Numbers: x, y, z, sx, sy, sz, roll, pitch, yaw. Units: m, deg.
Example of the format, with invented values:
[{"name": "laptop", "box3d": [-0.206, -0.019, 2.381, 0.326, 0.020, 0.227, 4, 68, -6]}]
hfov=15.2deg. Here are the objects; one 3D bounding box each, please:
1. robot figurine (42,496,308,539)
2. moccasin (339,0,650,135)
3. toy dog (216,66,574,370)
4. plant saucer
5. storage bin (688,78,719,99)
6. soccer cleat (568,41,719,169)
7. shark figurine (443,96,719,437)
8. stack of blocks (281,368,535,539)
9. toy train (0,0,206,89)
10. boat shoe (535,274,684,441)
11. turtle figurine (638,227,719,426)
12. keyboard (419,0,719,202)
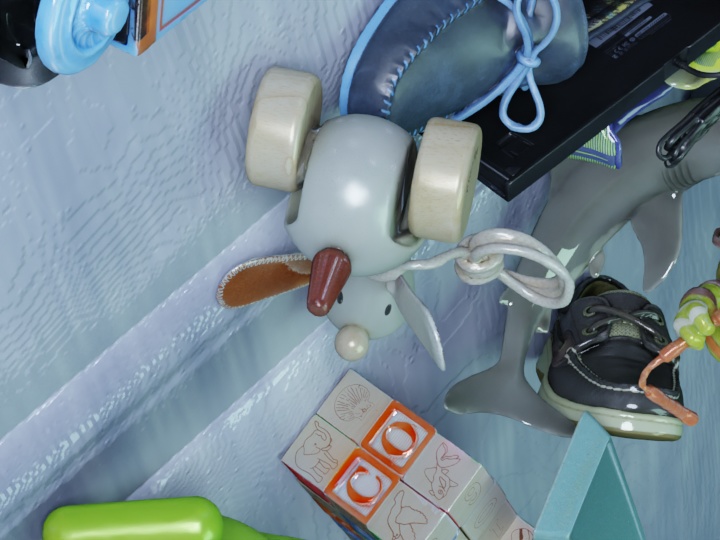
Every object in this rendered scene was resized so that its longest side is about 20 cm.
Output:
[{"name": "robot figurine", "box3d": [-0.092, 0.178, 1.161, 0.199, 0.115, 0.177, -25, 116, -48]}, {"name": "moccasin", "box3d": [0.073, -0.115, 1.163, 0.200, 0.068, 0.081, -41, 151, -31]}, {"name": "toy dog", "box3d": [0.000, 0.000, 1.127, 0.200, 0.131, 0.097, 53, 50, -54]}, {"name": "plant saucer", "box3d": [0.122, 0.143, 1.360, 0.070, 0.019, 0.200, -66, 156, -21]}, {"name": "storage bin", "box3d": [0.262, -0.119, 1.424, 0.145, 0.134, 0.201, -20, 137, -52]}, {"name": "soccer cleat", "box3d": [0.152, -0.125, 1.276, 0.200, 0.083, 0.065, -47, 154, -20]}, {"name": "shark figurine", "box3d": [0.102, -0.026, 1.331, 0.089, 0.128, 0.215, 38, 93, -35]}, {"name": "stack of blocks", "box3d": [0.044, 0.135, 1.359, 0.059, 0.115, 0.200, -52, 154, -9]}, {"name": "toy train", "box3d": [-0.087, -0.151, 0.820, 0.114, 0.086, 0.201, -45, 152, -43]}, {"name": "boat shoe", "box3d": [0.130, 0.042, 1.402, 0.201, 0.071, 0.067, -106, -154, -82]}, {"name": "turtle figurine", "box3d": [0.214, -0.011, 1.329, 0.199, 0.064, 0.162, -8, 135, -46]}, {"name": "keyboard", "box3d": [0.133, -0.094, 1.201, 0.200, 0.127, 0.021, -38, 135, -16]}]
